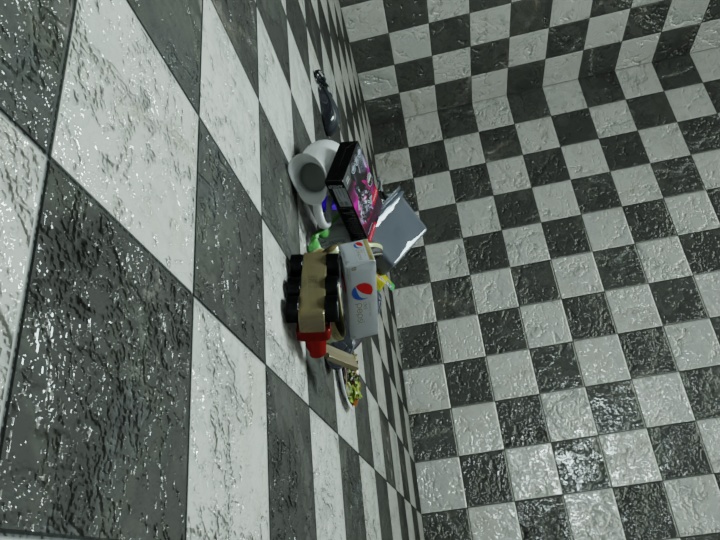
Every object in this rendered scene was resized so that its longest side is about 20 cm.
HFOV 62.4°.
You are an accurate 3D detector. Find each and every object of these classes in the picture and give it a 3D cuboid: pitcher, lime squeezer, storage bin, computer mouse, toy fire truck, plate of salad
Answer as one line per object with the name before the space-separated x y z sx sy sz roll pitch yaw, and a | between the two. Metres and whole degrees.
pitcher | -0.084 -0.199 1.347 0.201 0.117 0.177 -61 140 -65
lime squeezer | -0.077 -0.065 1.336 0.038 0.069 0.206 152 -43 -69
storage bin | 0.070 -0.090 1.555 0.135 0.200 0.146 46 -27 0
computer mouse | -0.101 -0.540 1.928 0.138 0.051 0.207 9 72 -84
toy fire truck | -0.068 0.090 1.131 0.179 0.124 0.205 -93 -179 -50
plate of salad | -0.025 0.243 1.494 0.200 0.046 0.207 -10 91 -82

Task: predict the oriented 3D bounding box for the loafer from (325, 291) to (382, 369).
loafer | -0.017 0.135 1.357 0.203 0.071 0.063 -57 172 -15

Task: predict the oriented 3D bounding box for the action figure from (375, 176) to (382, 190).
action figure | 0.024 -0.149 1.763 0.104 0.197 0.198 11 -52 57

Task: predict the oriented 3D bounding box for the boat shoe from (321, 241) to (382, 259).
boat shoe | -0.014 -0.022 1.306 0.197 0.072 0.067 -7 78 -51

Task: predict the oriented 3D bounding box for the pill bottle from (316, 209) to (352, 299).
pill bottle | -0.048 -0.032 1.415 0.114 0.109 0.207 56 25 -73

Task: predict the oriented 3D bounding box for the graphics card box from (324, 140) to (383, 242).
graphics card box | -0.010 -0.170 1.330 0.202 0.049 0.128 63 37 -45

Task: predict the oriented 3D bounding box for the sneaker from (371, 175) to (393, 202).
sneaker | 0.037 -0.214 1.648 0.084 0.194 0.123 55 -28 40

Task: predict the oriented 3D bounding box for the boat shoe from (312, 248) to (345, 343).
boat shoe | -0.066 0.050 1.270 0.072 0.062 0.208 13 68 -47

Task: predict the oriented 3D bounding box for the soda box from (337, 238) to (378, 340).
soda box | -0.003 0.041 1.181 0.069 0.062 0.204 -111 -168 -47

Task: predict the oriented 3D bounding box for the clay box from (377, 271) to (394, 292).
clay box | 0.000 0.000 1.548 0.198 0.048 0.115 38 9 1

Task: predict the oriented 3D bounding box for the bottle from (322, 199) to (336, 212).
bottle | -0.048 -0.130 1.583 0.065 0.083 0.201 47 -7 38
